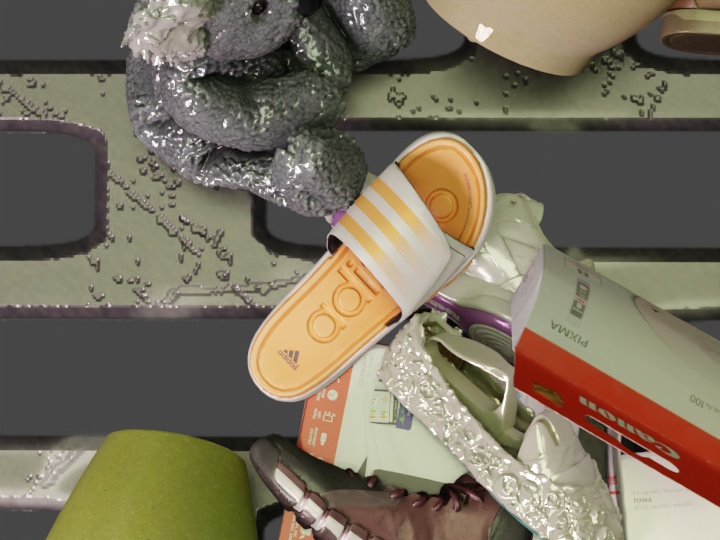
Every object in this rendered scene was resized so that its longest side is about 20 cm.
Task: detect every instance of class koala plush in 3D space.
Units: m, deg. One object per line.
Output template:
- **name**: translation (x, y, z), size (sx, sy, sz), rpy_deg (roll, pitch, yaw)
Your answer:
- **koala plush**: translation (-0.084, -0.158, 1.427), size (0.182, 0.200, 0.179), rpy_deg (9, 65, 19)

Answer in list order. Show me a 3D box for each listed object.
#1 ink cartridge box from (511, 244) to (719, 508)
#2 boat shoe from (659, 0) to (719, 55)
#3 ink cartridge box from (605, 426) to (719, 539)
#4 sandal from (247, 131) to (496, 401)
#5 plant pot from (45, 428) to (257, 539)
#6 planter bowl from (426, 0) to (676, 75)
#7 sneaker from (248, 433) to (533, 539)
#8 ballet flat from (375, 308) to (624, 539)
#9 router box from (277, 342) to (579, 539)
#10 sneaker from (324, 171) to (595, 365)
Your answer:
- **ink cartridge box**: translation (0.168, 0.062, 1.358), size (0.162, 0.200, 0.057), rpy_deg (30, 100, -3)
- **boat shoe**: translation (0.296, -0.175, 1.499), size (0.198, 0.072, 0.069), rpy_deg (7, 81, -2)
- **ink cartridge box**: translation (0.195, 0.173, 1.446), size (0.067, 0.116, 0.202), rpy_deg (-4, 85, 1)
- **sandal**: translation (0.006, 0.006, 1.430), size (0.079, 0.059, 0.207), rpy_deg (42, 100, 4)
- **plant pot**: translation (-0.133, 0.209, 1.435), size (0.185, 0.187, 0.202), rpy_deg (10, 70, 2)
- **planter bowl**: translation (0.119, -0.210, 1.462), size (0.199, 0.200, 0.135), rpy_deg (29, 114, 4)
- **sneaker**: translation (0.033, 0.143, 1.433), size (0.200, 0.076, 0.116), rpy_deg (42, 81, -6)
- **ballet flat**: translation (0.089, 0.096, 1.401), size (0.200, 0.072, 0.072), rpy_deg (40, 87, 24)
- **router box**: translation (0.041, 0.155, 1.486), size (0.178, 0.049, 0.202), rpy_deg (11, 85, 3)
- **sneaker**: translation (0.061, -0.020, 1.502), size (0.199, 0.075, 0.100), rpy_deg (34, 67, 4)
